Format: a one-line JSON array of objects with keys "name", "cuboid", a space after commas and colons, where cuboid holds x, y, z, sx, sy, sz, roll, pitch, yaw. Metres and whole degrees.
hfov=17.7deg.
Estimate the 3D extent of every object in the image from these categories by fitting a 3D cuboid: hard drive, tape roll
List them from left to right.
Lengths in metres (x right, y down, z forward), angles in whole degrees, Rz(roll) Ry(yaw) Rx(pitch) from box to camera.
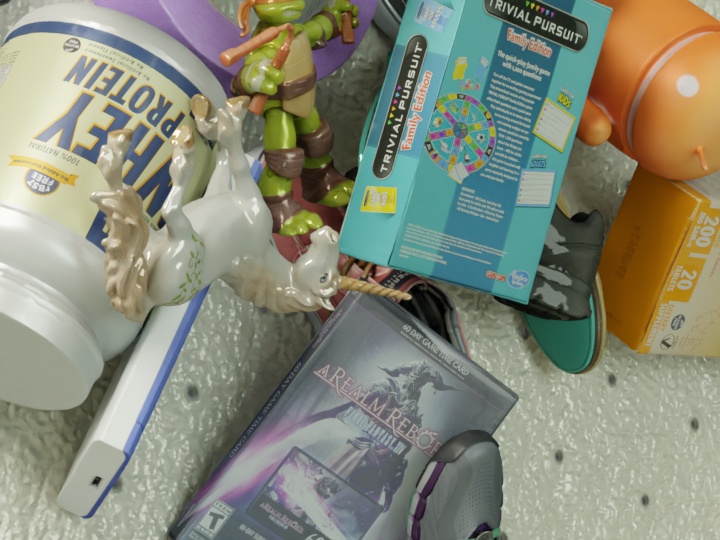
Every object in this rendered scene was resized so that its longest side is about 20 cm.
[{"name": "hard drive", "cuboid": [-0.119, 0.039, 1.371, 0.025, 0.132, 0.201, 26, 63, -6]}, {"name": "tape roll", "cuboid": [-0.082, -0.210, 1.494, 0.200, 0.066, 0.201, 8, 77, -40]}]

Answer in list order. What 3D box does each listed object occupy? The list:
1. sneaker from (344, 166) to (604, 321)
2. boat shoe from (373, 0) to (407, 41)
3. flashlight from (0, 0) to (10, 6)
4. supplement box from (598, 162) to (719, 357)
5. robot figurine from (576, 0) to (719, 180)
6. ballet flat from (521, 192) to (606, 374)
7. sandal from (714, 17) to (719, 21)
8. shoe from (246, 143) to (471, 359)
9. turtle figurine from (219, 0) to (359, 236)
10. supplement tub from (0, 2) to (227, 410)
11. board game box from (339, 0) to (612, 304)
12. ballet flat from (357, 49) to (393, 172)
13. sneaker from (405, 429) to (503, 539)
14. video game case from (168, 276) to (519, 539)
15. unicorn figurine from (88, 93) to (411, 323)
[{"name": "sneaker", "cuboid": [0.078, -0.036, 1.568, 0.199, 0.076, 0.091, 23, 81, -24]}, {"name": "boat shoe", "cuboid": [0.020, -0.251, 1.593, 0.069, 0.057, 0.201, -25, 98, -41]}, {"name": "flashlight", "cuboid": [-0.178, -0.188, 1.316, 0.068, 0.200, 0.068, 30, 63, -33]}, {"name": "supplement box", "cuboid": [0.273, -0.004, 1.714, 0.199, 0.073, 0.126, 4, 115, -40]}, {"name": "robot figurine", "cuboid": [0.207, -0.141, 1.639, 0.144, 0.200, 0.117, 11, 114, -48]}, {"name": "ballet flat", "cuboid": [0.134, -0.026, 1.644, 0.063, 0.068, 0.201, -35, 107, -54]}, {"name": "sandal", "cuboid": [0.258, -0.095, 1.766, 0.082, 0.050, 0.204, -22, 116, -47]}, {"name": "shoe", "cuboid": [0.000, 0.000, 1.504, 0.071, 0.091, 0.201, -37, 106, -39]}, {"name": "turtle figurine", "cuboid": [-0.048, -0.107, 1.413, 0.200, 0.064, 0.162, -54, 141, -61]}, {"name": "supplement tub", "cuboid": [-0.173, -0.036, 1.328, 0.145, 0.145, 0.201, 39, 59, -29]}, {"name": "board game box", "cuboid": [0.074, -0.090, 1.455, 0.151, 0.047, 0.201, 15, 91, -50]}, {"name": "ballet flat", "cuboid": [0.042, -0.103, 1.516, 0.072, 0.072, 0.200, 55, 21, -19]}, {"name": "sneaker", "cuboid": [0.074, 0.200, 1.473, 0.074, 0.087, 0.201, -13, 126, -36]}, {"name": "video game case", "cuboid": [-0.008, 0.122, 1.459, 0.143, 0.019, 0.200, 37, 91, -29]}, {"name": "unicorn figurine", "cuboid": [-0.077, -0.025, 1.291, 0.200, 0.074, 0.138, -21, 111, -37]}]
